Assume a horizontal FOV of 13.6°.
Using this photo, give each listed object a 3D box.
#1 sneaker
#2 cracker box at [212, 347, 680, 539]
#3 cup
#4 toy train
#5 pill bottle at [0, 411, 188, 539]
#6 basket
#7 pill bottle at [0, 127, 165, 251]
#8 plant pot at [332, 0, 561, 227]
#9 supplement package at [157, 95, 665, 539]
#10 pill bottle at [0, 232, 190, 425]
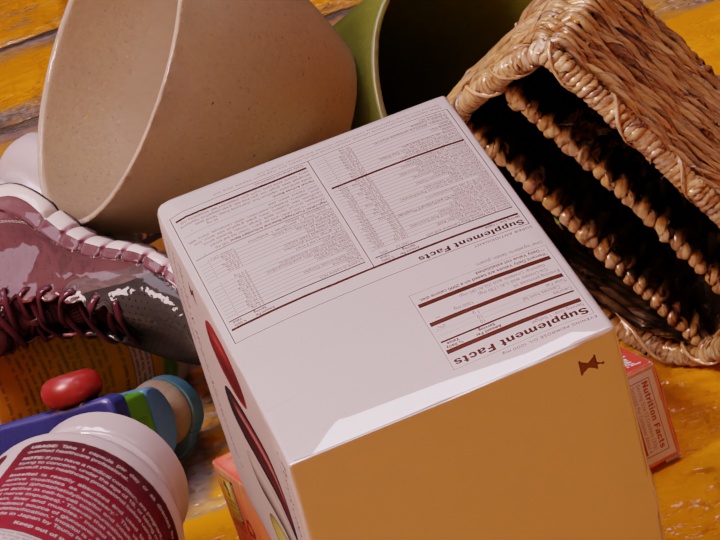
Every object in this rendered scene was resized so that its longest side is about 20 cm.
[{"bbox_3d":[-0.172,0.032,1.692,0.200,0.076,0.115,24,55,37],"label":"sneaker"},{"bbox_3d":[0.042,0.094,1.518,0.200,0.058,0.134,-24,19,-17],"label":"cracker box"},{"bbox_3d":[-0.088,-0.106,1.788,0.143,0.201,0.200,15,3,-26],"label":"cup"},{"bbox_3d":[-0.192,0.108,1.699,0.200,0.085,0.116,-17,2,27],"label":"toy train"},{"bbox_3d":[-0.151,0.149,1.462,0.113,0.113,0.200,-12,19,20],"label":"pill bottle"},{"bbox_3d":[0.131,-0.037,1.575,0.143,0.200,0.149,-43,8,27],"label":"basket"},{"bbox_3d":[-0.180,-0.052,2.068,0.200,0.120,0.120,-30,21,-31],"label":"pill bottle"},{"bbox_3d":[0.014,-0.082,1.910,0.200,0.187,0.187,-21,11,46],"label":"plant pot"},{"bbox_3d":[0.025,0.070,1.313,0.147,0.192,0.200,-22,36,-8],"label":"supplement package"},{"bbox_3d":[-0.210,0.059,1.785,0.200,0.111,0.111,-28,20,-24],"label":"pill bottle"}]
